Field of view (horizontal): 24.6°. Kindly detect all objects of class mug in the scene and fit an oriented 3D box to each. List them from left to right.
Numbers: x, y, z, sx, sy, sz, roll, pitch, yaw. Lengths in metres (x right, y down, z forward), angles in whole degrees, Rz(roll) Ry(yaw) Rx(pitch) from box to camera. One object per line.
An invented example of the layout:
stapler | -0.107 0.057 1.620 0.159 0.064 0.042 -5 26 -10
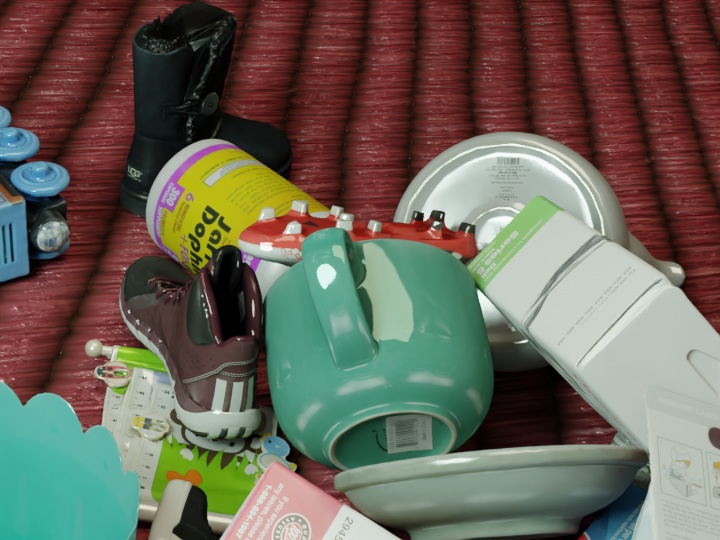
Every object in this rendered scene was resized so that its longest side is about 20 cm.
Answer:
mug | 0.002 0.064 1.102 0.185 0.152 0.115 21 45 -37

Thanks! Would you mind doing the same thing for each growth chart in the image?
growth chart | -0.116 0.114 1.128 0.144 0.018 0.200 5 31 -13

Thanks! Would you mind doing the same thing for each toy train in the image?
toy train | -0.307 -0.066 1.302 0.114 0.087 0.200 -17 40 -31

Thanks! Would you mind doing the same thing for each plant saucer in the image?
plant saucer | 0.083 0.146 1.044 0.199 0.050 0.200 -4 -12 -1

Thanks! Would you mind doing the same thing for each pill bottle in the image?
pill bottle | -0.070 -0.016 1.279 0.104 0.105 0.200 -18 41 -42

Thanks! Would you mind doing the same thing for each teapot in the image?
teapot | 0.117 -0.008 1.298 0.200 0.197 0.146 48 3 15

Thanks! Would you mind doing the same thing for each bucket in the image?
bucket | -0.216 0.167 0.866 0.206 0.135 0.207 4 30 -2

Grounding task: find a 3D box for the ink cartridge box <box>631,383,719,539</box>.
ink cartridge box | 0.228 0.184 0.986 0.162 0.057 0.200 19 48 -23

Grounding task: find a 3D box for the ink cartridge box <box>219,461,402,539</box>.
ink cartridge box | -0.003 0.214 0.830 0.200 0.085 0.146 33 61 0

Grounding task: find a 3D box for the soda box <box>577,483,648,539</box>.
soda box | 0.147 0.211 1.010 0.068 0.064 0.200 25 32 22

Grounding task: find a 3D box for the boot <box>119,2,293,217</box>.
boot | -0.122 -0.146 1.419 0.076 0.169 0.200 31 34 31

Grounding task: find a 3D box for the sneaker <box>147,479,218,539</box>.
sneaker | -0.076 0.209 0.935 0.111 0.073 0.200 12 38 -6

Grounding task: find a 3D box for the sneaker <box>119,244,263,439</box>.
sneaker | -0.110 0.018 1.158 0.075 0.116 0.200 -4 35 -28

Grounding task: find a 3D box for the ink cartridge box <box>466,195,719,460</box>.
ink cartridge box | 0.173 0.047 1.105 0.146 0.084 0.200 45 1 -24

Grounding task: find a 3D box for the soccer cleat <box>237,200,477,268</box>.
soccer cleat | 0.000 0.000 1.161 0.200 0.085 0.069 0 16 -39

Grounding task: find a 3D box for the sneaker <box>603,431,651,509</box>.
sneaker | 0.216 0.115 1.182 0.078 0.082 0.200 17 31 7
